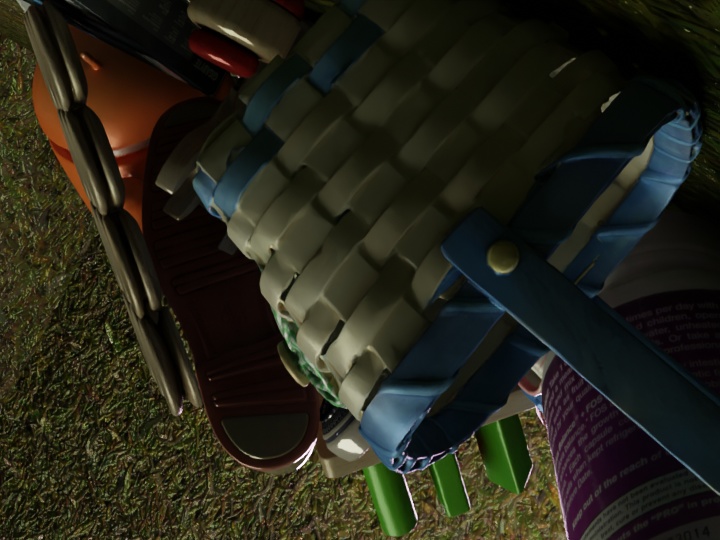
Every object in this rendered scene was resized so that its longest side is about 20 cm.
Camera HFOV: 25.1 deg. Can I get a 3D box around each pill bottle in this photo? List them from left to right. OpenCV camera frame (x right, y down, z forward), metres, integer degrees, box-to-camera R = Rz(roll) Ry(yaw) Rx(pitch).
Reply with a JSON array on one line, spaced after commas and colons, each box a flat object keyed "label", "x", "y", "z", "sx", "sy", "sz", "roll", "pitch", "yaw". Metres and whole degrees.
[{"label": "pill bottle", "x": 0.131, "y": 0.072, "z": 0.638, "sx": 0.112, "sy": 0.112, "sz": 0.201, "roll": 28, "pitch": -144, "yaw": -27}]

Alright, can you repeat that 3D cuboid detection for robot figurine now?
[{"label": "robot figurine", "x": -0.122, "y": -0.080, "z": 0.967, "sx": 0.116, "sy": 0.144, "sz": 0.200, "roll": 24, "pitch": 152, "yaw": 37}]

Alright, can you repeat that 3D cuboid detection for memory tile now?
[{"label": "memory tile", "x": -0.122, "y": -0.033, "z": 0.788, "sx": 0.153, "sy": 0.017, "sz": 0.201, "roll": -157, "pitch": 48, "yaw": -77}]

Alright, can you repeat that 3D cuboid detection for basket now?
[{"label": "basket", "x": 0.060, "y": 0.009, "z": 0.490, "sx": 0.200, "sy": 0.139, "sz": 0.176, "roll": 37, "pitch": -177, "yaw": 16}]

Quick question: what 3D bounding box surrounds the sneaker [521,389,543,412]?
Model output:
[{"label": "sneaker", "x": 0.140, "y": 0.078, "z": 0.994, "sx": 0.066, "sy": 0.078, "sz": 0.201, "roll": 20, "pitch": -134, "yaw": -57}]

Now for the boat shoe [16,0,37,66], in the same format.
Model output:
[{"label": "boat shoe", "x": -0.191, "y": -0.148, "z": 1.137, "sx": 0.200, "sy": 0.069, "sz": 0.075, "roll": 43, "pitch": 173, "yaw": -35}]

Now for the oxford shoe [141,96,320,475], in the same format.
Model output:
[{"label": "oxford shoe", "x": -0.067, "y": 0.010, "z": 0.832, "sx": 0.070, "sy": 0.201, "sz": 0.074, "roll": -12, "pitch": 164, "yaw": -1}]

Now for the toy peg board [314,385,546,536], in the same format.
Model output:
[{"label": "toy peg board", "x": 0.061, "y": 0.083, "z": 1.136, "sx": 0.199, "sy": 0.199, "sz": 0.098, "roll": -114, "pitch": 5, "yaw": -61}]

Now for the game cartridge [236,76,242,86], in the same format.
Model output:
[{"label": "game cartridge", "x": 0.016, "y": -0.071, "z": 1.004, "sx": 0.199, "sy": 0.042, "sz": 0.133, "roll": 28, "pitch": 176, "yaw": -12}]

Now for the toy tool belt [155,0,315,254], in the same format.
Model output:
[{"label": "toy tool belt", "x": -0.028, "y": -0.045, "z": 0.730, "sx": 0.125, "sy": 0.123, "sz": 0.200, "roll": 27, "pitch": 179, "yaw": 35}]

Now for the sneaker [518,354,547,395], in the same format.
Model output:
[{"label": "sneaker", "x": 0.139, "y": 0.033, "z": 0.926, "sx": 0.200, "sy": 0.105, "sz": 0.075, "roll": 27, "pitch": 179, "yaw": -31}]

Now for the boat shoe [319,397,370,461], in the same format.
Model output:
[{"label": "boat shoe", "x": 0.000, "y": 0.000, "z": 0.860, "sx": 0.092, "sy": 0.201, "sz": 0.075, "roll": 33, "pitch": 142, "yaw": -11}]

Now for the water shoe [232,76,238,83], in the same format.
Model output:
[{"label": "water shoe", "x": -0.037, "y": -0.073, "z": 1.187, "sx": 0.199, "sy": 0.079, "sz": 0.072, "roll": 28, "pitch": 180, "yaw": 2}]

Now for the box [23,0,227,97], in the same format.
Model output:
[{"label": "box", "x": -0.157, "y": -0.158, "z": 0.776, "sx": 0.158, "sy": 0.046, "sz": 0.200, "roll": 28, "pitch": 180, "yaw": 17}]
